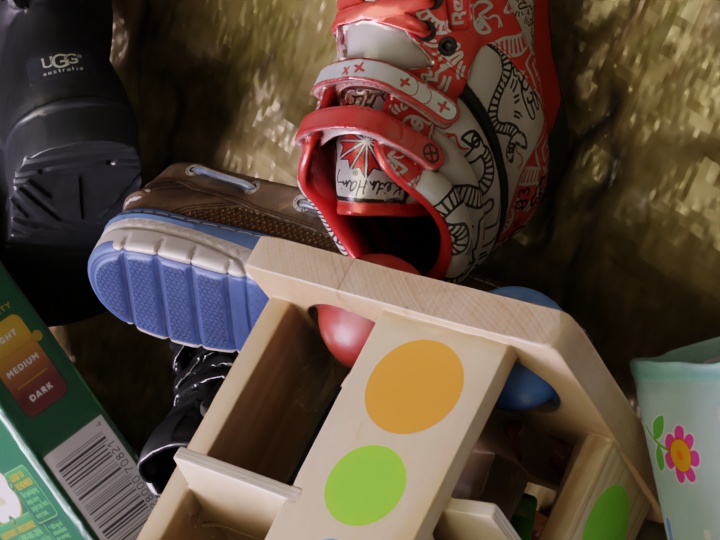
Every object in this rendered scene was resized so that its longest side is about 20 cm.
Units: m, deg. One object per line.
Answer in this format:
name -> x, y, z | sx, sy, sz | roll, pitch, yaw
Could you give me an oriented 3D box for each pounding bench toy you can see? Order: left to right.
pounding bench toy -> 0.027, 0.101, 0.774 | 0.124, 0.200, 0.156 | 15, 67, 33

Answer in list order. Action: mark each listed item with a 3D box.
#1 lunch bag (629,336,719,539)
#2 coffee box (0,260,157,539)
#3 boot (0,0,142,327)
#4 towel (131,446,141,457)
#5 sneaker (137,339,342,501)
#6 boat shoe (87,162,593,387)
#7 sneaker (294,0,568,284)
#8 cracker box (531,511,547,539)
lunch bag -> 0.189, 0.090, 0.678 | 0.200, 0.121, 0.171 | -8, 94, 58
coffee box -> -0.162, 0.050, 0.954 | 0.200, 0.044, 0.123 | 54, 149, -3
boot -> -0.134, -0.084, 0.959 | 0.198, 0.073, 0.163 | 113, 149, -62
towel -> -0.124, 0.171, 1.042 | 0.086, 0.018, 0.201 | 22, 110, 29
sneaker -> -0.050, 0.054, 0.900 | 0.200, 0.104, 0.060 | 55, 129, 17
boat shoe -> 0.000, 0.000, 0.861 | 0.199, 0.073, 0.072 | 17, 144, 10
sneaker -> 0.018, -0.089, 0.778 | 0.067, 0.108, 0.202 | 5, 122, 31
cracker box -> 0.076, 0.210, 0.855 | 0.134, 0.058, 0.201 | 28, 115, 33
